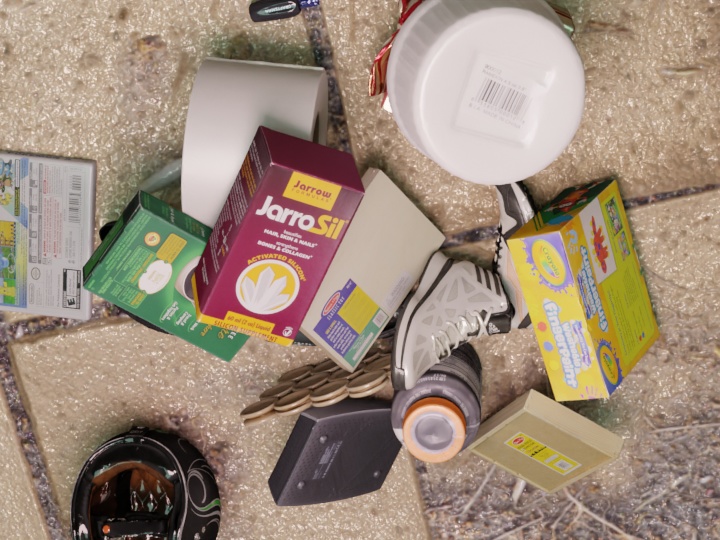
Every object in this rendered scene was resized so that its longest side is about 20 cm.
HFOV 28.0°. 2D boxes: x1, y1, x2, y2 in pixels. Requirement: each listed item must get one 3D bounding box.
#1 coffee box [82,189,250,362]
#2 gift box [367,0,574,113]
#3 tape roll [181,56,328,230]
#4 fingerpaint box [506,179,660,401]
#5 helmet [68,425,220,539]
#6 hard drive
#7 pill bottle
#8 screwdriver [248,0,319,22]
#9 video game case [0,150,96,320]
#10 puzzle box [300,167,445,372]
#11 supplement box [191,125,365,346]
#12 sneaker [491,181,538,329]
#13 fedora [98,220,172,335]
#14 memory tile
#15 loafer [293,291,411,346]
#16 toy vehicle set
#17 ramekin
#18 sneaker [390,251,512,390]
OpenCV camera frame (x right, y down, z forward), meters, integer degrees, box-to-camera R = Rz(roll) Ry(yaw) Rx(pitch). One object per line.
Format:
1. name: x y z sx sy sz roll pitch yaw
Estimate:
1. coffee box: -0.191 0.009 1.584 0.199 0.044 0.123 29 113 -26
2. gift box: 0.120 -0.243 1.572 0.185 0.200 0.186 22 103 0
3. tape roll: -0.116 -0.131 1.622 0.138 0.203 0.205 5 107 3
4. fingerpaint box: 0.257 0.022 1.647 0.073 0.167 0.202 -8 109 36
5. helmet: -0.262 0.298 1.772 0.198 0.191 0.202 -2 71 6
6. hard drive: -0.022 0.215 1.736 0.042 0.199 0.136 37 111 33
7. pill bottle: 0.089 0.153 1.689 0.105 0.200 0.107 2 107 5
8. screwdriver: -0.032 -0.310 1.648 0.198 0.028 0.029 -6 77 11
9. video game case: -0.416 -0.045 1.770 0.180 0.022 0.202 6 108 3
10. puzzle box: 0.000 0.000 1.661 0.133 0.025 0.201 44 75 -33
11. supplement box: -0.088 -0.034 1.499 0.110 0.086 0.201 16 117 -21
12. sneaker: 0.184 -0.019 1.695 0.079 0.074 0.202 -15 105 12
13. fedora: -0.225 0.021 1.683 0.199 0.201 0.092 23 73 -2
14. memory tile: -0.035 0.132 1.700 0.199 0.153 0.017 -16 101 27
15. loafer: -0.030 0.057 1.739 0.199 0.070 0.069 -6 106 7
16. toy vehicle set: 0.215 0.207 1.712 0.124 0.200 0.027 29 65 -5
17. ramekin: 0.131 -0.184 1.451 0.198 0.098 0.202 -3 112 -8
18. sneaker: 0.109 0.062 1.632 0.114 0.201 0.076 12 138 17
